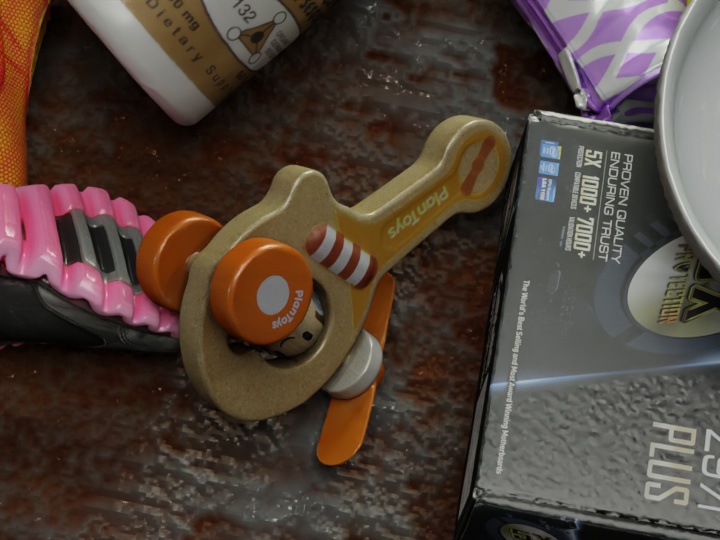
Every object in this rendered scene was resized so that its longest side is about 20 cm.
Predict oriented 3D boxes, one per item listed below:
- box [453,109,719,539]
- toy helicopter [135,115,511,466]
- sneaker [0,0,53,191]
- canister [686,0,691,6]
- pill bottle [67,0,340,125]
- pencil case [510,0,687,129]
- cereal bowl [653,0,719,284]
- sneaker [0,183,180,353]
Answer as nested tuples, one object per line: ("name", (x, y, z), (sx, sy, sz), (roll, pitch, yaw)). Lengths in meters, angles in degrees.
("box", (0.140, 0.042, 1.179), (0.164, 0.086, 0.200), (11, 67, -1))
("toy helicopter", (0.000, 0.000, 1.181), (0.200, 0.132, 0.079), (-38, 32, -25))
("sneaker", (-0.178, -0.119, 1.230), (0.077, 0.073, 0.200), (-4, 71, -17))
("canister", (0.237, -0.198, 1.237), (0.148, 0.087, 0.200), (-5, 41, 15))
("pill bottle", (-0.046, -0.173, 1.209), (0.200, 0.114, 0.114), (-41, 75, 1))
("pencil case", (0.099, -0.151, 1.255), (0.085, 0.084, 0.200), (-23, 67, -23))
("cereal bowl", (0.227, -0.059, 1.126), (0.200, 0.083, 0.200), (0, 82, 0))
("sneaker", (-0.171, 0.008, 1.180), (0.200, 0.095, 0.079), (16, 39, -21))
